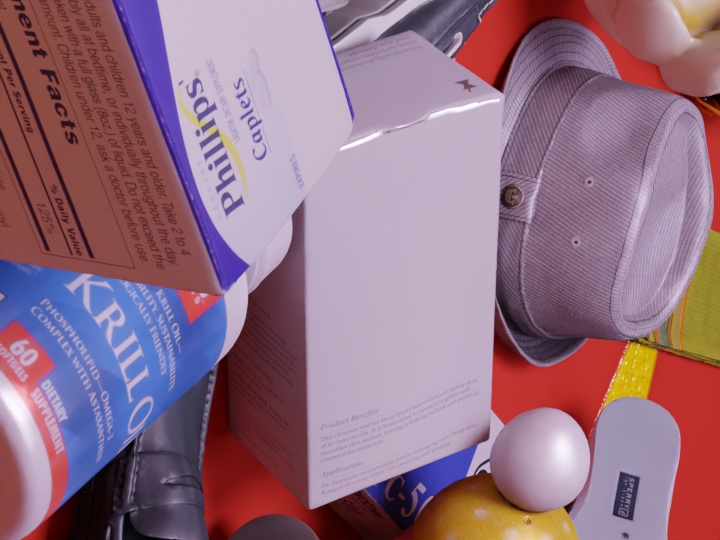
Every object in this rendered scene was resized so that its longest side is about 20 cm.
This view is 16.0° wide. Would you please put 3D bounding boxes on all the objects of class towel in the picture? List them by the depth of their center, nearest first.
[{"bbox_3d":[0.227,0.016,1.666,0.200,0.018,0.086,16,86,-57],"label":"towel"}]

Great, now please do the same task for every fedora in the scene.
[{"bbox_3d":[0.143,-0.040,1.460,0.177,0.090,0.200,28,75,-55],"label":"fedora"}]

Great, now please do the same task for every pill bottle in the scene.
[{"bbox_3d":[-0.117,0.017,1.071,0.200,0.112,0.112,-44,133,-42],"label":"pill bottle"}]

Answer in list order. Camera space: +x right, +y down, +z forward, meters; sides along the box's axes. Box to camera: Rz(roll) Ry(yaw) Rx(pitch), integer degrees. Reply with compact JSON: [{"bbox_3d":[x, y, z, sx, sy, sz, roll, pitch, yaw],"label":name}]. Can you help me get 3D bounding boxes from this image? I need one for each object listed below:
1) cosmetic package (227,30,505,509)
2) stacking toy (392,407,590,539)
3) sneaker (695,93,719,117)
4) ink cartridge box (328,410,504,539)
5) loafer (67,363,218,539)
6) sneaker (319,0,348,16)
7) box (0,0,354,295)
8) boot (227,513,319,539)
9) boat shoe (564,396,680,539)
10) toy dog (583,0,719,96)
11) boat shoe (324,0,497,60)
[{"bbox_3d":[0.000,0.000,1.211,0.113,0.081,0.200,-18,125,-28],"label":"cosmetic package"},{"bbox_3d":[0.064,0.153,1.280,0.146,0.146,0.200,-26,146,-51],"label":"stacking toy"},{"bbox_3d":[0.235,-0.128,1.592,0.200,0.078,0.077,12,98,-55],"label":"sneaker"},{"bbox_3d":[0.042,0.117,1.394,0.200,0.044,0.094,49,57,-49],"label":"ink cartridge box"},{"bbox_3d":[-0.096,0.112,1.165,0.068,0.070,0.201,29,74,-55],"label":"loafer"},{"bbox_3d":[-0.018,-0.175,1.217,0.200,0.076,0.092,-46,142,-30],"label":"sneaker"},{"bbox_3d":[-0.126,-0.104,0.945,0.105,0.200,0.184,-51,137,-37],"label":"box"},{"bbox_3d":[-0.055,0.216,1.274,0.075,0.074,0.200,-5,106,-76],"label":"boot"},{"bbox_3d":[0.140,0.172,1.486,0.091,0.071,0.200,105,7,-45],"label":"boat shoe"},{"bbox_3d":[0.151,-0.217,1.372,0.140,0.194,0.200,-41,110,-11],"label":"toy dog"},{"bbox_3d":[0.017,-0.120,1.275,0.200,0.076,0.060,-34,126,-32],"label":"boat shoe"}]
